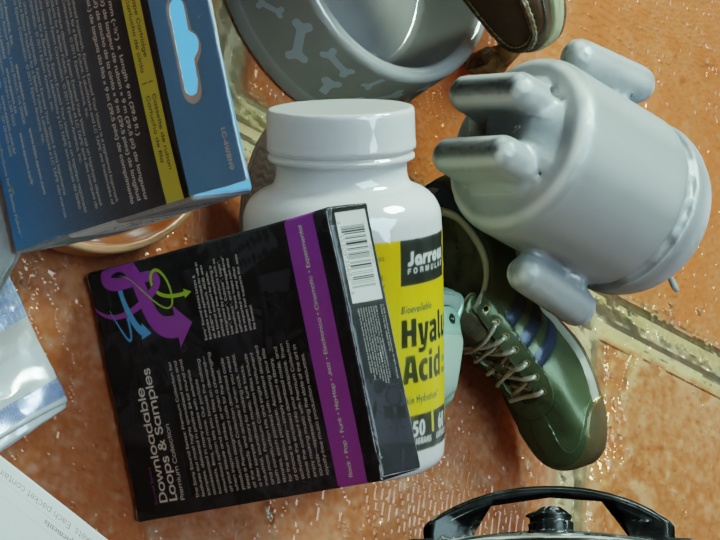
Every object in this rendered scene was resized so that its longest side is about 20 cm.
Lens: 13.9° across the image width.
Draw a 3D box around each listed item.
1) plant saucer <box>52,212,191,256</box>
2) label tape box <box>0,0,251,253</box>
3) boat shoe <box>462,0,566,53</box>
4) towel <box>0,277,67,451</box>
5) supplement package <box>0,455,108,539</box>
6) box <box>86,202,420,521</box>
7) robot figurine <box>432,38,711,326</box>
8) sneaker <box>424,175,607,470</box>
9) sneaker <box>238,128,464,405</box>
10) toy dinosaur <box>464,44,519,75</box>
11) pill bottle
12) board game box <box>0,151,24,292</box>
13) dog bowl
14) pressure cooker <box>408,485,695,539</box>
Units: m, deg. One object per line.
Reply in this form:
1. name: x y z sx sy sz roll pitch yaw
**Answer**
1. plant saucer: -0.159 -0.106 1.642 0.200 0.032 0.201 13 71 -42
2. label tape box: -0.111 -0.098 1.484 0.066 0.200 0.144 -10 87 -42
3. boat shoe: 0.046 -0.212 1.769 0.075 0.075 0.203 -33 93 -38
4. towel: -0.239 0.014 1.539 0.147 0.024 0.200 -33 103 -45
5. supplement package: -0.244 0.136 1.407 0.200 0.156 0.111 41 54 -31
6. box: -0.061 0.052 1.580 0.036 0.200 0.143 -10 87 -46
7. robot figurine: 0.134 -0.055 1.787 0.200 0.113 0.170 28 75 -39
8. sneaker: 0.079 0.036 1.819 0.090 0.067 0.200 -15 84 -49
9. sneaker: 0.000 0.000 1.741 0.118 0.074 0.201 -17 102 -39
10. toy dinosaur: 0.125 -0.196 1.839 0.060 0.200 0.106 23 41 -1
11. pill bottle: -0.010 0.009 1.624 0.111 0.111 0.200 -12 104 -46
12. board game box: -0.240 -0.092 1.522 0.200 0.026 0.200 40 57 -27
13. dog bowl: 0.002 -0.194 1.807 0.200 0.059 0.200 14 70 -43
14. pressure cooker: 0.113 0.225 1.726 0.176 0.179 0.200 10 74 -40
